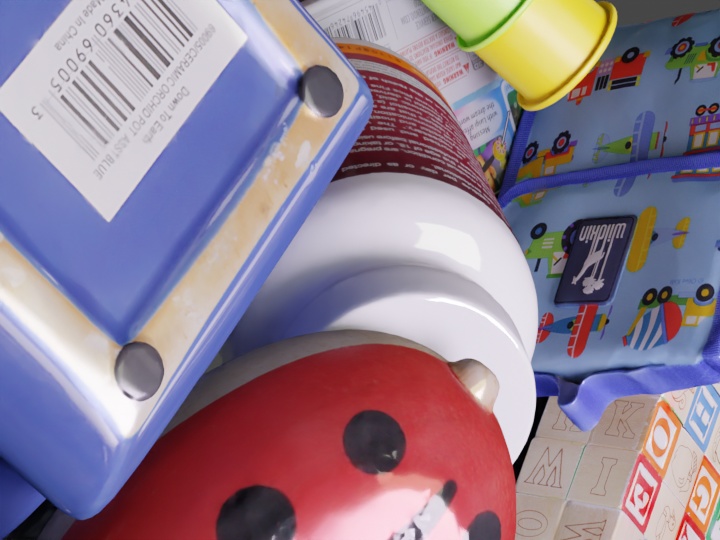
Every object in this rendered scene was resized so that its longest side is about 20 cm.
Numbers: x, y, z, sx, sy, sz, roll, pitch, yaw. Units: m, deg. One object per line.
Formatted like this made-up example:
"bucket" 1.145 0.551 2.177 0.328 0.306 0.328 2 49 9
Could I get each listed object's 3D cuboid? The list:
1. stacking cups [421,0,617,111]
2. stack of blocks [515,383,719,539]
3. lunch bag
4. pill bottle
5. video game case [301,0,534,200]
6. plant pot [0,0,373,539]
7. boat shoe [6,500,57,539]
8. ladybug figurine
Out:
"stacking cups" 0.017 -0.150 0.870 0.200 0.060 0.061 37 59 -18
"stack of blocks" 0.133 0.096 0.971 0.115 0.058 0.201 49 56 -45
"lunch bag" 0.126 -0.012 0.888 0.094 0.150 0.200 50 53 -32
"pill bottle" 0.000 0.000 0.743 0.113 0.113 0.200 56 7 -27
"video game case" 0.038 -0.050 0.925 0.200 0.024 0.183 -32 110 -44
"plant pot" -0.124 -0.038 0.619 0.200 0.179 0.200 47 55 -21
"boat shoe" -0.097 0.126 0.671 0.073 0.068 0.200 29 83 -9
"ladybug figurine" -0.026 0.104 0.611 0.136 0.072 0.200 41 84 -16
